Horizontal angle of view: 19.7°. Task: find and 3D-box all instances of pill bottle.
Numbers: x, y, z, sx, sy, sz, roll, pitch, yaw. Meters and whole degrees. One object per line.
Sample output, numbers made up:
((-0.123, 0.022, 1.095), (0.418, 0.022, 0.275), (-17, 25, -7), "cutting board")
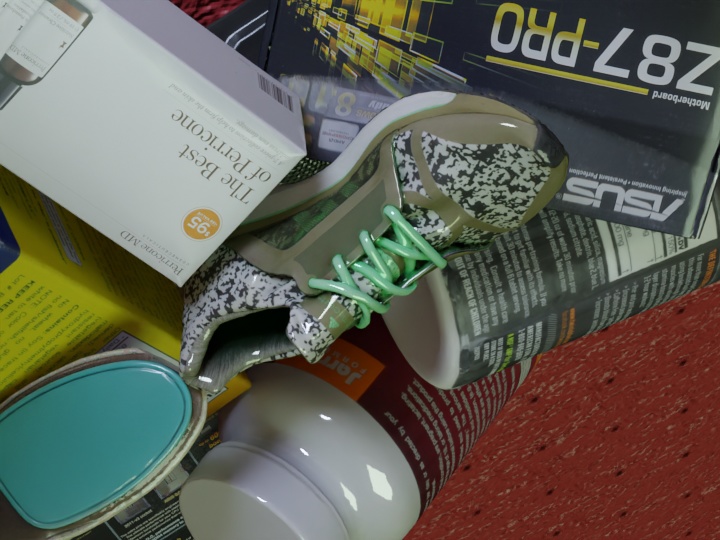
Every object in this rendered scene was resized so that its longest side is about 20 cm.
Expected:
((0.106, -0.027, 0.954), (0.198, 0.107, 0.107), (-20, 147, -17), "pill bottle")
((0.003, 0.064, 1.016), (0.200, 0.112, 0.113), (-50, 160, -33), "pill bottle")

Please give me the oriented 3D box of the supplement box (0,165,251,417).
((-0.158, 0.015, 0.923), (0.109, 0.110, 0.200), (-38, 147, 11), "supplement box")

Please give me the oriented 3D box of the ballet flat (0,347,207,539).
((-0.151, 0.097, 0.892), (0.199, 0.068, 0.062), (-33, 175, 3), "ballet flat")

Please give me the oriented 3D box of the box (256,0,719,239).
((0.063, -0.113, 0.849), (0.198, 0.049, 0.163), (13, 113, -2), "box")

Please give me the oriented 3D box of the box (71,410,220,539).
((-0.118, 0.120, 1.092), (0.199, 0.050, 0.158), (-32, 134, 0), "box")

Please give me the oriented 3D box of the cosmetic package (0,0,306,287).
((-0.121, -0.082, 0.795), (0.199, 0.051, 0.083), (35, 115, -26), "cosmetic package")

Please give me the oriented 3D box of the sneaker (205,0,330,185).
((-0.004, -0.088, 0.947), (0.198, 0.077, 0.114), (-32, 150, 7), "sneaker")

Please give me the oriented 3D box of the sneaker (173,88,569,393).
((0.000, 0.000, 0.834), (0.199, 0.089, 0.077), (-26, 128, 33), "sneaker")
